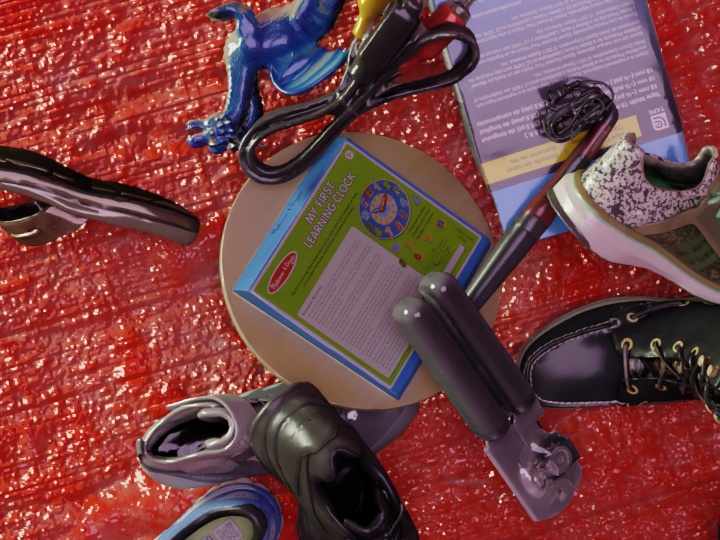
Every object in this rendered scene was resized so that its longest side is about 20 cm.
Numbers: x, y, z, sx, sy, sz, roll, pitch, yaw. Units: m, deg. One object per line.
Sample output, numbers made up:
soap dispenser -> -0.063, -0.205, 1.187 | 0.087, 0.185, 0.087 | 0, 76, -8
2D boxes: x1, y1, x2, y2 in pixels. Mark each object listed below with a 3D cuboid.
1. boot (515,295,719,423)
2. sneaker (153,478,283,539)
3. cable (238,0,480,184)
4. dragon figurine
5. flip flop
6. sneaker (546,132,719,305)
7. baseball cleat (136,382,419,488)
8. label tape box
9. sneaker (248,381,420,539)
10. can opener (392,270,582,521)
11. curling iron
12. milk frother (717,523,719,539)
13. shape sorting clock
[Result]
boot -> 0.212, 0.064, 1.591 | 0.202, 0.154, 0.074 | -10, 102, -3
sneaker -> -0.138, 0.218, 1.613 | 0.200, 0.089, 0.079 | -44, 89, -2
cable -> 0.005, -0.128, 1.598 | 0.097, 0.050, 0.200 | 36, 110, -12
dragon figurine -> -0.041, -0.155, 1.638 | 0.199, 0.059, 0.100 | -28, 91, 1
flip flop -> -0.211, -0.042, 1.630 | 0.199, 0.081, 0.058 | 16, 103, -7
sneaker -> 0.226, -0.039, 1.581 | 0.199, 0.077, 0.089 | 15, 128, -33
baseball cleat -> -0.054, 0.107, 1.609 | 0.199, 0.106, 0.070 | -17, 79, -4
label tape box -> 0.136, -0.132, 1.639 | 0.144, 0.063, 0.201 | -17, 97, -2
sneaker -> -0.004, 0.164, 1.581 | 0.076, 0.091, 0.200 | -44, 133, -9
can opener -> 0.082, 0.087, 1.606 | 0.053, 0.067, 0.200 | -44, 113, -20
curling iron -> 0.111, -0.042, 1.603 | 0.049, 0.026, 0.201 | 31, 97, 11
milk frother -> 0.173, 0.237, 1.615 | 0.187, 0.181, 0.201 | 15, 45, -2
shape sorting clock -> 0.000, 0.000, 1.628 | 0.199, 0.039, 0.201 | 5, 73, -17
